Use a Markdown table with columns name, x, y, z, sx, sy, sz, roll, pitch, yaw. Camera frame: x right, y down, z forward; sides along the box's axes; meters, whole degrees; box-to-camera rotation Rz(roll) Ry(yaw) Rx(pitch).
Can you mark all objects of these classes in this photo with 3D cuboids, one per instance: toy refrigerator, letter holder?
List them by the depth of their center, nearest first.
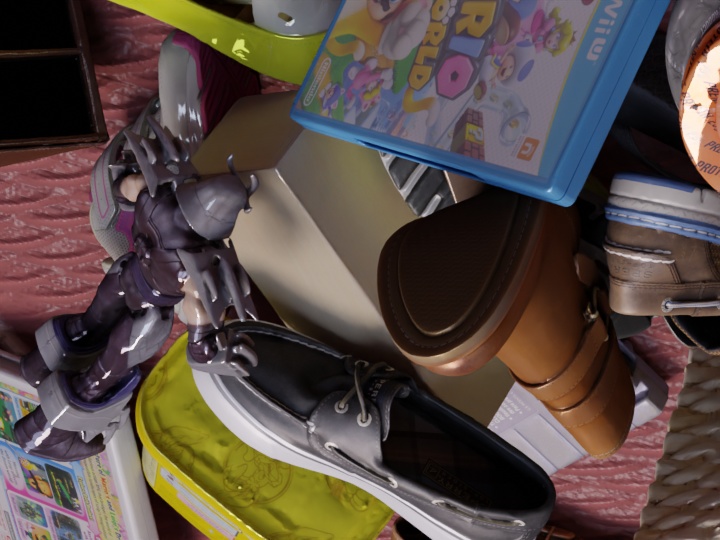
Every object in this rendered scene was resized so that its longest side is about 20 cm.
| name | x | y | z | sx | sy | sz | roll | pitch | yaw |
| --- | --- | --- | --- | --- | --- | --- | --- | --- | --- |
| toy refrigerator | 0.000 | 0.000 | 1.008 | 0.076 | 0.070 | 0.200 | -2 | 133 | 45 |
| letter holder | -0.261 | -0.093 | 1.024 | 0.199 | 0.142 | 0.101 | -10 | 93 | 28 |

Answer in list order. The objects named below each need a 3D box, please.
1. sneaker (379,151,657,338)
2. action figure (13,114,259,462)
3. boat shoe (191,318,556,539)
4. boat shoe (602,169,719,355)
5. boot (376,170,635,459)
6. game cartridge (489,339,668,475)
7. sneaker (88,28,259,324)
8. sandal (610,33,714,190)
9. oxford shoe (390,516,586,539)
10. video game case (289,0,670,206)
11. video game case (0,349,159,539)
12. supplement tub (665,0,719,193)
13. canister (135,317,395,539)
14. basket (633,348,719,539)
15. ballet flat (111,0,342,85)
| name | x | y | z | sx | sy | sz | roll | pitch | yaw |
| --- | --- | --- | --- | --- | --- | --- | --- | --- | --- |
| sneaker | 0.071 | -0.045 | 0.985 | 0.078 | 0.090 | 0.200 | -44 | 112 | 7 |
| action figure | -0.104 | 0.010 | 0.949 | 0.069 | 0.131 | 0.200 | 7 | 141 | -37 |
| boat shoe | 0.010 | 0.078 | 0.974 | 0.200 | 0.070 | 0.066 | 35 | 143 | -1 |
| boat shoe | 0.178 | 0.005 | 0.936 | 0.199 | 0.073 | 0.072 | 14 | -178 | -43 |
| boot | 0.077 | 0.026 | 0.859 | 0.073 | 0.200 | 0.155 | -15 | 117 | 22 |
| game cartridge | 0.061 | 0.034 | 1.093 | 0.200 | 0.038 | 0.129 | 43 | 134 | -15 |
| sneaker | -0.108 | -0.049 | 1.059 | 0.088 | 0.082 | 0.201 | 14 | 131 | 8 |
| sandal | 0.144 | -0.081 | 0.943 | 0.200 | 0.076 | 0.043 | 30 | 131 | 11 |
| oxford shoe | 0.107 | 0.180 | 1.171 | 0.199 | 0.071 | 0.072 | 0 | 122 | 23 |
| video game case | 0.055 | -0.113 | 0.849 | 0.018 | 0.144 | 0.200 | 28 | 176 | -36 |
| video game case | -0.209 | 0.135 | 1.258 | 0.181 | 0.024 | 0.201 | 17 | 133 | 29 |
| supplement tub | 0.195 | -0.115 | 0.804 | 0.122 | 0.200 | 0.123 | 11 | 131 | 13 |
| canister | -0.058 | 0.112 | 1.102 | 0.148 | 0.087 | 0.200 | 38 | 165 | 2 |
| basket | 0.267 | 0.123 | 0.974 | 0.199 | 0.198 | 0.161 | -17 | 117 | 32 |
| ballet flat | -0.064 | -0.145 | 0.968 | 0.199 | 0.067 | 0.067 | 21 | 154 | 8 |
